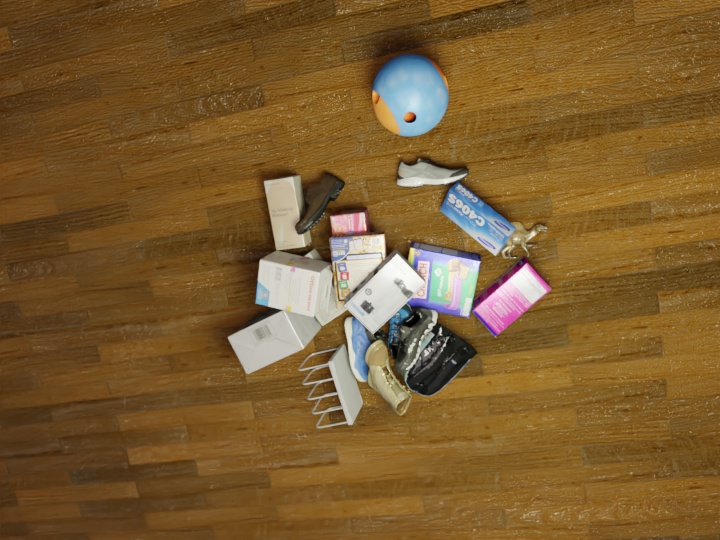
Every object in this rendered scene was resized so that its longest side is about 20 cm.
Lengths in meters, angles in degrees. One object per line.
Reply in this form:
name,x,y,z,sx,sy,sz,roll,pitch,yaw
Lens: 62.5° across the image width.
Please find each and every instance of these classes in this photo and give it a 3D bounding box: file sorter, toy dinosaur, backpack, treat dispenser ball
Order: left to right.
file sorter,-0.091,0.348,1.778,0.123,0.139,0.202,-14,100,16
treat dispenser ball,0.126,-0.447,1.517,0.199,0.201,0.203,2,103,10
backpack,0.206,0.262,1.701,0.163,0.154,0.201,33,86,-20
toy dinosaur,0.413,-0.083,1.637,0.198,0.058,0.102,-4,86,15

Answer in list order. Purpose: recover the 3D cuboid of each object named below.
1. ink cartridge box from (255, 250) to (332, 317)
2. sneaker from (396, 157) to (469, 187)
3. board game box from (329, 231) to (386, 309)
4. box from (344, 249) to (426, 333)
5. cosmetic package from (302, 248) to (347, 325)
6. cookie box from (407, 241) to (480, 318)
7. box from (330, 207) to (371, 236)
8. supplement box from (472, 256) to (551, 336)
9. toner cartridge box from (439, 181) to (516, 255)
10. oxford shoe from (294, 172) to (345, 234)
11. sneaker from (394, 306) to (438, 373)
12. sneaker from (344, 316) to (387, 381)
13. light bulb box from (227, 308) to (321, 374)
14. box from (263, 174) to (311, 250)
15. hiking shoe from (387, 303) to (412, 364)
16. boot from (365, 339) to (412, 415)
ink cartridge box,-0.171,0.037,1.645,0.198,0.125,0.130,13,106,11
sneaker,0.195,-0.268,1.615,0.198,0.074,0.080,-1,97,11
board game box,0.000,0.000,1.625,0.150,0.046,0.202,-3,103,6
box,0.064,0.056,1.579,0.200,0.060,0.117,-43,99,10
cosmetic package,-0.123,0.049,1.745,0.103,0.073,0.201,-32,95,17
cookie box,0.225,0.026,1.675,0.198,0.075,0.173,11,106,8
box,-0.020,-0.069,1.686,0.102,0.095,0.202,-4,103,10
supplement box,0.413,0.070,1.638,0.200,0.101,0.103,-42,92,16
toner cartridge box,0.311,-0.138,1.588,0.200,0.043,0.095,41,151,15
oxford shoe,-0.132,-0.188,1.668,0.084,0.073,0.201,34,74,0
sneaker,0.132,0.184,1.633,0.090,0.066,0.201,28,91,-34
sneaker,0.026,0.231,1.758,0.110,0.077,0.202,-8,95,22
light bulb box,-0.244,0.181,1.732,0.197,0.200,0.126,-25,96,15
box,-0.208,-0.168,1.707,0.094,0.078,0.202,-8,102,12
hiking shoe,0.113,0.171,1.688,0.074,0.087,0.201,2,130,11
boot,0.082,0.307,1.695,0.072,0.155,0.201,-23,134,-25
